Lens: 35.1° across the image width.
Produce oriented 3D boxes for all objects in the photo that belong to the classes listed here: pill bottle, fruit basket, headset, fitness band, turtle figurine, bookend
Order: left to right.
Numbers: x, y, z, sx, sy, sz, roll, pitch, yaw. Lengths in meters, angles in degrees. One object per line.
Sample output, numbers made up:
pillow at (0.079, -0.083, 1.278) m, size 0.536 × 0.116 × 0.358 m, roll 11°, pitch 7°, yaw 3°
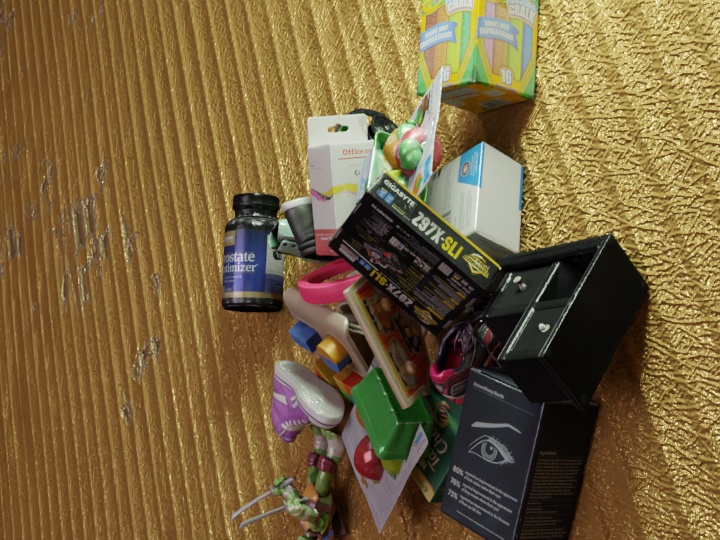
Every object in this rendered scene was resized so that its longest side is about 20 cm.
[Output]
pill bottle at (-0.189, -0.030, 2.025) m, size 0.111 × 0.110 × 0.204 m, roll -9°, pitch 77°, yaw 52°
turtle figurine at (-0.104, 0.339, 1.798) m, size 0.197 × 0.144 × 0.197 m, roll 18°, pitch 79°, yaw 14°
fitness band at (0.000, 0.000, 1.724) m, size 0.144 × 0.197 × 0.038 m, roll -82°, pitch -26°, yaw -67°
headset at (0.020, -0.180, 1.781) m, size 0.199 × 0.093 × 0.125 m, roll 31°, pitch 109°, yaw 38°
fruit basket at (0.036, 0.243, 1.643) m, size 0.187 × 0.092 × 0.202 m, roll -116°, pitch 32°, yaw -43°
fruit basket at (0.060, -0.150, 1.545) m, size 0.201 × 0.092 × 0.188 m, roll 117°, pitch 164°, yaw -58°
bookend at (0.218, 0.069, 1.389) m, size 0.199 × 0.092 × 0.200 m, roll -12°, pitch 35°, yaw 52°

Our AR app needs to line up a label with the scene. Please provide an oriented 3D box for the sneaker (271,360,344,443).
sneaker at (-0.086, 0.231, 1.800) m, size 0.200 × 0.071 × 0.116 m, roll 36°, pitch 118°, yaw 61°

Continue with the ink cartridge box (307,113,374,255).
ink cartridge box at (-0.011, -0.129, 1.677) m, size 0.067 × 0.115 × 0.204 m, roll 2°, pitch 99°, yaw 55°

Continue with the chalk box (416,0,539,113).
chalk box at (0.165, -0.338, 1.588) m, size 0.123 × 0.122 × 0.204 m, roll -5°, pitch 80°, yaw 52°

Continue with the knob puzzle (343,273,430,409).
knob puzzle at (0.057, 0.081, 1.588) m, size 0.030 × 0.219 × 0.223 m, roll -26°, pitch 60°, yaw 21°

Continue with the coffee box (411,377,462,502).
coffee box at (0.126, 0.215, 1.611) m, size 0.123 × 0.043 × 0.202 m, roll 54°, pitch 126°, yaw 44°

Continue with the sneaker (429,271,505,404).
sneaker at (0.160, 0.078, 1.532) m, size 0.080 × 0.075 × 0.203 m, roll 11°, pitch 71°, yaw 42°

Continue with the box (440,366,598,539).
box at (0.201, 0.241, 1.456) m, size 0.147 × 0.103 × 0.204 m, roll 22°, pitch 101°, yaw 53°

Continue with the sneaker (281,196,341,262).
sneaker at (-0.029, -0.067, 1.757) m, size 0.070 × 0.198 × 0.101 m, roll -17°, pitch 84°, yaw 53°

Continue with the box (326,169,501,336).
box at (0.067, -0.019, 1.497) m, size 0.050 × 0.199 × 0.160 m, roll -51°, pitch 0°, yaw -32°

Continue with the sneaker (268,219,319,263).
sneaker at (-0.070, -0.059, 1.863) m, size 0.199 × 0.117 × 0.075 m, roll -23°, pitch 64°, yaw 48°

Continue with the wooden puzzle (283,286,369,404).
wooden puzzle at (-0.045, 0.138, 1.767) m, size 0.184 × 0.046 × 0.202 m, roll 27°, pitch 147°, yaw 52°

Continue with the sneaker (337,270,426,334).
sneaker at (0.005, 0.044, 1.747) m, size 0.199 × 0.114 × 0.075 m, roll 32°, pitch 111°, yaw 52°

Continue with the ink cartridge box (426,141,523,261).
ink cartridge box at (0.130, -0.065, 1.596) m, size 0.199 × 0.083 × 0.148 m, roll -30°, pitch 44°, yaw 49°
